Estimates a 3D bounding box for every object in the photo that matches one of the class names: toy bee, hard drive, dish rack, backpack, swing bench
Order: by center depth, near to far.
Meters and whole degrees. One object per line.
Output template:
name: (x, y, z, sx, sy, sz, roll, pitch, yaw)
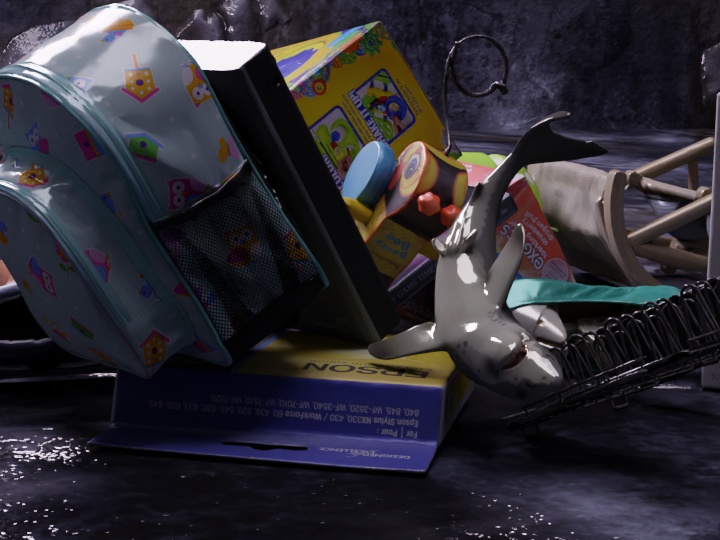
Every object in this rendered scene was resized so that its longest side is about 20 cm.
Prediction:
backpack: (-0.137, -0.045, 1.079, 0.153, 0.201, 0.175, -30, 21, -24)
dish rack: (0.175, 0.045, 1.118, 0.153, 0.055, 0.199, -29, -11, 36)
hard drive: (-0.064, -0.049, 1.161, 0.033, 0.201, 0.139, -42, 30, -28)
toy bee: (0.025, -0.044, 1.197, 0.130, 0.201, 0.109, 8, 28, -11)
swing bench: (0.276, -0.045, 1.704, 0.198, 0.131, 0.199, -6, 11, -15)

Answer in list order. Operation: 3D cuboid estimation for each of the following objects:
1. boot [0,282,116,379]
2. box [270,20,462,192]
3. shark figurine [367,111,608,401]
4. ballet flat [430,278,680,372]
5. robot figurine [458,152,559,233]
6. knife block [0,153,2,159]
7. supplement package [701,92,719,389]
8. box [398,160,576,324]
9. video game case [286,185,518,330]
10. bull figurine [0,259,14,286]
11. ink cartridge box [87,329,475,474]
boot: (-0.166, 0.032, 1.208, 0.199, 0.073, 0.090, -12, -4, -24)
box: (-0.069, -0.071, 1.388, 0.192, 0.122, 0.200, -41, 18, -26)
shark figurine: (0.085, 0.008, 1.125, 0.127, 0.216, 0.090, -17, -46, 32)
ballet flat: (0.147, 0.043, 1.289, 0.198, 0.068, 0.070, -2, 23, -13)
robot figurine: (0.078, -0.049, 1.704, 0.198, 0.117, 0.176, 0, 25, -22)
knife block: (-0.328, -0.043, 1.367, 0.063, 0.177, 0.200, 3, 9, 14)
supplement package: (0.308, -0.021, 1.278, 0.120, 0.202, 0.120, 5, 9, 26)
box: (0.067, -0.020, 1.460, 0.095, 0.100, 0.200, -33, 20, -15)
video game case: (0.000, 0.000, 1.335, 0.200, 0.019, 0.143, -37, 24, -20)
bull figurine: (-0.213, 0.021, 1.350, 0.120, 0.066, 0.200, 1, 9, -23)
ink cartridge box: (-0.040, 0.071, 1.122, 0.196, 0.047, 0.200, 4, 7, 10)
